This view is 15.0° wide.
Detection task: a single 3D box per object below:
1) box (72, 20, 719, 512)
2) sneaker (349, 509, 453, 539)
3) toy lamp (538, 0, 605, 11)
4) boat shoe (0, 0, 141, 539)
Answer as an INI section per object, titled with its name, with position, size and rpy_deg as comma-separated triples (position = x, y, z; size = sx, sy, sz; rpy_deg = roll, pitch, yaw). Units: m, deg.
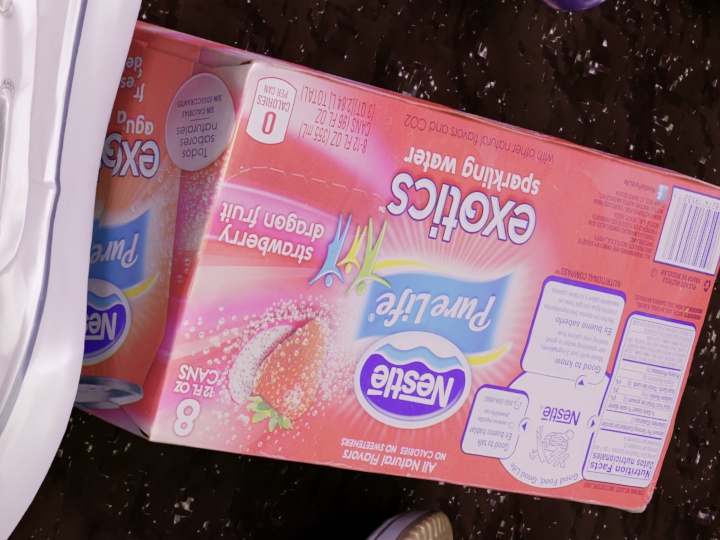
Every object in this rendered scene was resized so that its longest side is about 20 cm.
[box]
position = 0.000, 0.000, 0.765
size = 0.200, 0.095, 0.103
rpy_deg = 11, 96, -44
[sneaker]
position = -0.043, 0.120, 0.793
size = 0.200, 0.108, 0.070
rpy_deg = -46, 134, -63
[toy lamp]
position = 0.020, -0.147, 0.765
size = 0.058, 0.058, 0.200
rpy_deg = -55, 133, -15
[boat shoe]
position = -0.106, -0.026, 0.685
size = 0.065, 0.073, 0.201
rpy_deg = 12, 85, -39
